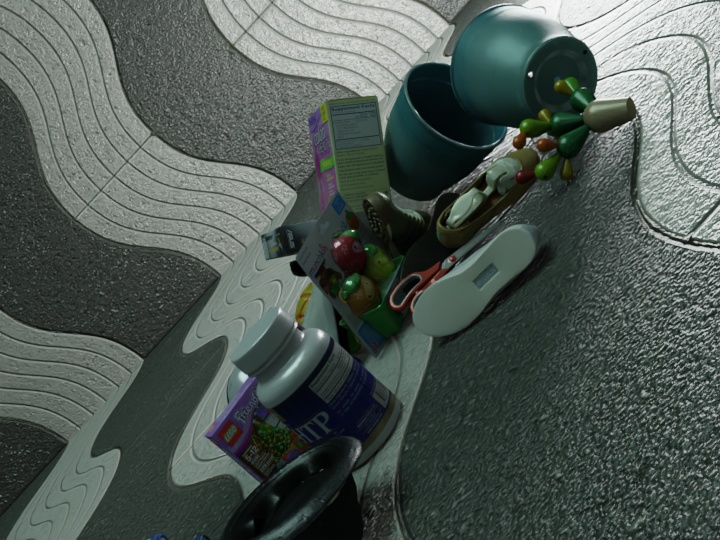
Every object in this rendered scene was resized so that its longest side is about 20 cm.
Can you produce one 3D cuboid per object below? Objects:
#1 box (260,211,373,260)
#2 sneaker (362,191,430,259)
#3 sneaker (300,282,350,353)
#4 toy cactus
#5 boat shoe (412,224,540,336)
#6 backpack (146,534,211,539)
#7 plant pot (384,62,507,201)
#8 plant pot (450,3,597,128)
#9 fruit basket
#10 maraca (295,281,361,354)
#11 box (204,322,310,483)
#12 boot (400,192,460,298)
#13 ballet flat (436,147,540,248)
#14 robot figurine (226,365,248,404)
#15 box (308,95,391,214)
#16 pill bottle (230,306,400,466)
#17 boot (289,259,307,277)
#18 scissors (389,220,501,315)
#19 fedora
[{"bbox_3d":[-0.076,-0.058,1.629,0.158,0.049,0.200,-11,1,-16],"label":"box"},{"bbox_3d":[0.068,-0.074,1.516,0.090,0.200,0.067,-36,54,-10],"label":"sneaker"},{"bbox_3d":[-0.067,0.069,1.461,0.084,0.073,0.201,-10,74,21],"label":"sneaker"},{"bbox_3d":[0.301,-0.197,1.323,0.164,0.103,0.200,-9,34,40],"label":"toy cactus"},{"bbox_3d":[0.150,0.010,1.219,0.200,0.072,0.068,-49,-10,24],"label":"boat shoe"},{"bbox_3d":[-0.195,0.375,1.014,0.146,0.184,0.200,-27,11,-13],"label":"backpack"},{"bbox_3d":[0.130,-0.230,1.699,0.188,0.199,0.200,-56,3,46],"label":"plant pot"},{"bbox_3d":[0.273,-0.313,1.518,0.200,0.200,0.188,-47,29,0],"label":"plant pot"},{"bbox_3d":[0.000,0.000,1.425,0.093,0.200,0.186,-19,27,33],"label":"fruit basket"},{"bbox_3d":[-0.047,0.085,1.544,0.137,0.107,0.201,-29,41,28],"label":"maraca"},{"bbox_3d":[-0.101,0.192,1.321,0.200,0.137,0.039,-53,14,-22],"label":"box"},{"bbox_3d":[0.115,-0.024,1.464,0.076,0.073,0.200,100,-165,-55],"label":"boot"},{"bbox_3d":[0.189,-0.114,1.407,0.200,0.069,0.063,-47,-29,-4],"label":"ballet flat"},{"bbox_3d":[-0.139,0.186,1.446,0.125,0.150,0.200,-41,-5,-14],"label":"robot figurine"},{"bbox_3d":[-0.021,-0.196,1.719,0.096,0.201,0.176,-8,1,-13],"label":"box"},{"bbox_3d":[-0.058,0.143,1.186,0.120,0.200,0.120,-44,13,13],"label":"pill bottle"},{"bbox_3d":[-0.045,-0.016,1.685,0.173,0.070,0.200,-7,-5,-28],"label":"boot"},{"bbox_3d":[0.121,-0.011,1.389,0.073,0.014,0.200,28,73,37],"label":"scissors"},{"bbox_3d":[-0.056,0.270,1.023,0.200,0.092,0.201,-33,9,6],"label":"fedora"}]
